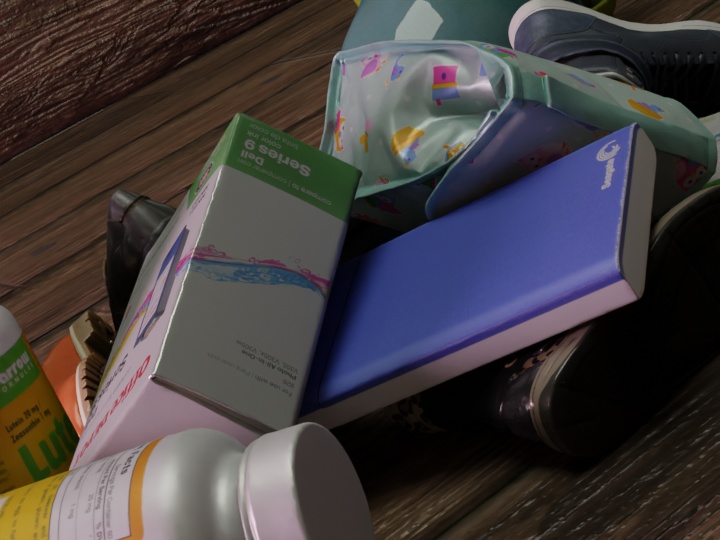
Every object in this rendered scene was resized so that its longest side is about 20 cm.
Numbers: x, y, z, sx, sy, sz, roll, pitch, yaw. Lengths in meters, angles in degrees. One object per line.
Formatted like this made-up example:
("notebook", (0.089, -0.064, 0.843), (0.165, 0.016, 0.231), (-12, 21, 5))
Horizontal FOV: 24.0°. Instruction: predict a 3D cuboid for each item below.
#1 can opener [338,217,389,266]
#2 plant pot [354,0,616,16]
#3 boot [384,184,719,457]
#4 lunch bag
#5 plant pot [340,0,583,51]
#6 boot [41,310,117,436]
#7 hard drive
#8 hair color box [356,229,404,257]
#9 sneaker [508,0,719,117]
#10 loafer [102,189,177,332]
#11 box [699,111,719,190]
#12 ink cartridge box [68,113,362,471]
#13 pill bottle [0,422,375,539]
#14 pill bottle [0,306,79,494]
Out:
("can opener", (0.023, -0.041, 1.121), (0.067, 0.054, 0.200), (28, 44, 24))
("plant pot", (0.132, -0.285, 1.724), (0.198, 0.182, 0.200), (-11, 21, 45))
("boot", (0.114, 0.025, 0.908), (0.150, 0.073, 0.200), (-6, 33, 51))
("lunch bag", (0.091, -0.072, 1.015), (0.170, 0.123, 0.200), (15, -10, -32))
("plant pot", (0.064, -0.137, 1.337), (0.199, 0.201, 0.188), (-15, 32, 36))
("boot", (-0.200, 0.107, 1.179), (0.107, 0.075, 0.200), (-43, 19, 1))
("hard drive", (0.060, 0.005, 0.890), (0.199, 0.025, 0.132), (-25, 27, 29))
("hair color box", (0.000, 0.000, 1.203), (0.100, 0.061, 0.200), (-12, 20, 43))
("sneaker", (0.208, -0.124, 1.187), (0.201, 0.077, 0.146), (8, 29, -6))
("loafer", (-0.159, 0.007, 1.267), (0.073, 0.072, 0.200), (-42, -14, -33))
("box", (0.274, -0.075, 1.059), (0.144, 0.037, 0.200), (-21, 14, 20))
("ink cartridge box", (-0.081, 0.037, 0.936), (0.145, 0.087, 0.201), (-51, 20, 45))
("pill bottle", (-0.098, 0.139, 0.788), (0.199, 0.112, 0.111), (-20, 16, 19))
("pill bottle", (-0.231, 0.089, 0.974), (0.110, 0.201, 0.111), (-24, 15, 7))
